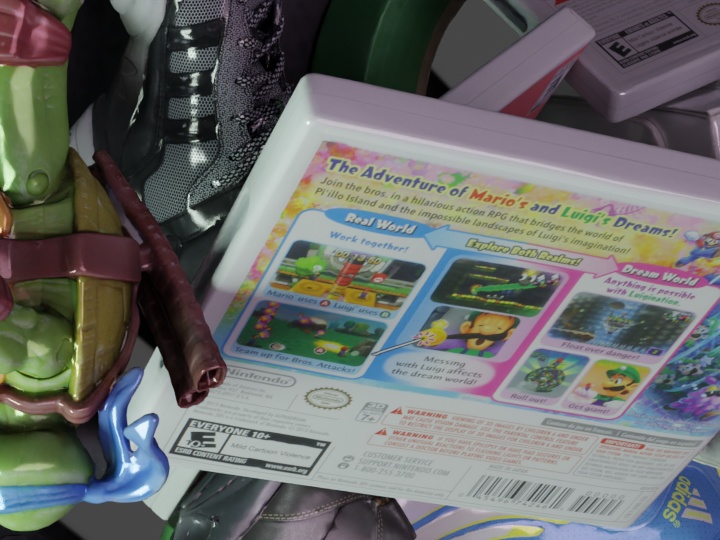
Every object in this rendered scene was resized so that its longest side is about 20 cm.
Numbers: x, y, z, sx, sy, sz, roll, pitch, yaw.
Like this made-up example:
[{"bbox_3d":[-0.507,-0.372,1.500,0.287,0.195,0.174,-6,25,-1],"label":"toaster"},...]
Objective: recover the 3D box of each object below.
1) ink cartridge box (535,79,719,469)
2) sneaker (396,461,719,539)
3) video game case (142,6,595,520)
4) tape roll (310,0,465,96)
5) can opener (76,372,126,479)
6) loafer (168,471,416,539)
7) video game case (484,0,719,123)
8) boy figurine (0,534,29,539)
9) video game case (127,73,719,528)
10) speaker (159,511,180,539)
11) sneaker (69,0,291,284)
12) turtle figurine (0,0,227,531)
[{"bbox_3d":[0.184,-0.026,0.845,0.199,0.146,0.147,-18,107,-27],"label":"ink cartridge box"},{"bbox_3d":[0.091,0.110,0.883,0.199,0.105,0.076,-13,143,-30],"label":"sneaker"},{"bbox_3d":[0.000,0.000,0.745,0.017,0.200,0.143,43,46,8],"label":"video game case"},{"bbox_3d":[0.074,-0.070,0.885,0.200,0.048,0.201,-5,100,-30],"label":"tape roll"},{"bbox_3d":[-0.122,0.072,0.798,0.199,0.053,0.067,11,127,-33],"label":"can opener"},{"bbox_3d":[-0.064,0.142,0.744,0.072,0.073,0.200,40,90,8],"label":"loafer"},{"bbox_3d":[0.093,-0.147,0.811,0.143,0.200,0.018,-24,145,-25],"label":"video game case"},{"bbox_3d":[-0.175,0.113,0.695,0.124,0.064,0.200,-42,156,8],"label":"boy figurine"},{"bbox_3d":[0.042,0.020,0.666,0.199,0.182,0.024,10,49,-20],"label":"video game case"},{"bbox_3d":[-0.052,0.202,0.828,0.088,0.088,0.201,2,97,-31],"label":"speaker"},{"bbox_3d":[-0.037,-0.063,0.741,0.075,0.114,0.200,-35,155,-54],"label":"sneaker"},{"bbox_3d":[-0.141,-0.026,0.608,0.144,0.199,0.195,18,79,-66],"label":"turtle figurine"}]
